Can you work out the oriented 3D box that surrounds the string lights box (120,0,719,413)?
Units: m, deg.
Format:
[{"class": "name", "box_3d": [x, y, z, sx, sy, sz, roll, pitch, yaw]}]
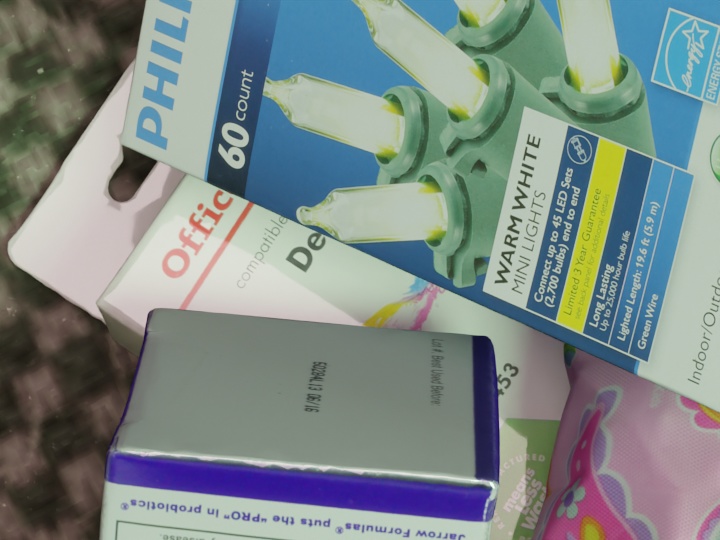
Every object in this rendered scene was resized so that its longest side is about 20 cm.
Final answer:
[{"class": "string lights box", "box_3d": [0.036, -0.050, 0.723, 0.200, 0.059, 0.103, 24, 112, 31]}]

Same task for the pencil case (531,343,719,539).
[{"class": "pencil case", "box_3d": [0.077, 0.110, 0.739, 0.087, 0.087, 0.200, 12, 70, 1]}]

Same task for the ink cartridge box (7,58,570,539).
[{"class": "ink cartridge box", "box_3d": [0.000, 0.000, 0.840, 0.200, 0.067, 0.117, 32, 82, 4]}]

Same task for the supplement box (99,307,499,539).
[{"class": "supplement box", "box_3d": [-0.022, 0.124, 0.763, 0.103, 0.101, 0.201, 5, 110, 0]}]
